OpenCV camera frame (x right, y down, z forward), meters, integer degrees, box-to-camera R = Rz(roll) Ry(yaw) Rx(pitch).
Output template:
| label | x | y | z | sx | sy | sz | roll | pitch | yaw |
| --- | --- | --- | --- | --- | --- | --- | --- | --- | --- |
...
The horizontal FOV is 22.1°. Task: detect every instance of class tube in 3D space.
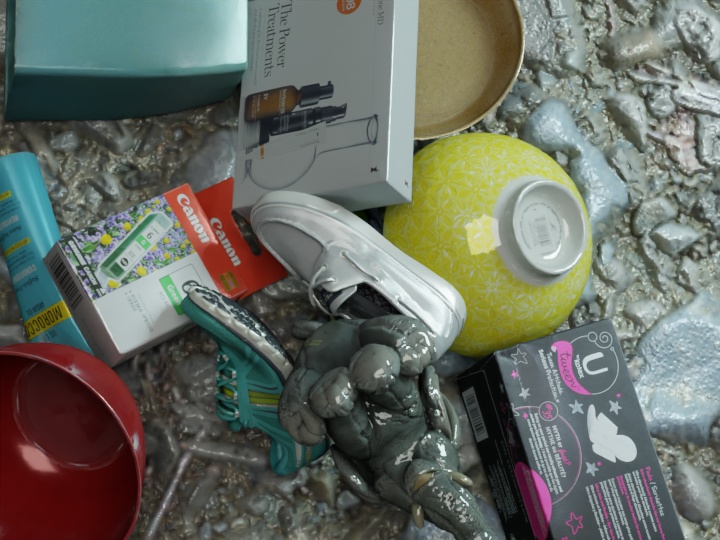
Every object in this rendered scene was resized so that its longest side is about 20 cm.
| label | x | y | z | sx | sy | sz | roll | pitch | yaw |
| --- | --- | --- | --- | --- | --- | --- | --- | --- | --- |
| tube | -0.271 | 0.001 | 1.559 | 0.050 | 0.077 | 0.201 | -9 | 75 | -43 |

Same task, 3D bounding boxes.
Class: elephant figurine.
| label | x | y | z | sx | sy | sz | roll | pitch | yaw |
| --- | --- | --- | --- | --- | --- | --- | --- | --- | --- |
| elephant figurine | 0.029 | 0.140 | 1.463 | 0.200 | 0.141 | 0.156 | 54 | 37 | -24 |

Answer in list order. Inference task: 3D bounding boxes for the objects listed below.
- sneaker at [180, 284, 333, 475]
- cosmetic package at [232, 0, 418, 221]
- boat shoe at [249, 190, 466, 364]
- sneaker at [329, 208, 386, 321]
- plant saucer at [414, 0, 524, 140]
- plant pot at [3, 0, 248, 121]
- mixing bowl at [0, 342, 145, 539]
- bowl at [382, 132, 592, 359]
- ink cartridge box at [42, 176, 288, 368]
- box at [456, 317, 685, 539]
| label | x | y | z | sx | sy | sz | roll | pitch | yaw |
| --- | --- | --- | --- | --- | --- | --- | --- | --- | --- |
| sneaker | -0.089 | 0.094 | 1.525 | 0.080 | 0.078 | 0.200 | -38 | 120 | -4 |
| cosmetic package | -0.029 | -0.146 | 1.564 | 0.150 | 0.052 | 0.201 | -8 | 66 | 25 |
| boat shoe | -0.010 | 0.010 | 1.508 | 0.199 | 0.072 | 0.069 | 36 | 44 | -3 |
| sneaker | 0.000 | 0.000 | 1.587 | 0.073 | 0.081 | 0.201 | -23 | 82 | -12 |
| plant saucer | 0.047 | -0.203 | 1.650 | 0.199 | 0.035 | 0.202 | 0 | 70 | -1 |
| plant pot | -0.200 | -0.210 | 1.578 | 0.198 | 0.141 | 0.142 | 2 | 78 | -14 |
| mixing bowl | -0.251 | 0.136 | 1.485 | 0.199 | 0.108 | 0.202 | 6 | 112 | 14 |
| bowl | 0.130 | -0.028 | 1.565 | 0.199 | 0.107 | 0.202 | 5 | 80 | -31 |
| ink cartridge box | -0.154 | -0.008 | 1.553 | 0.199 | 0.050 | 0.109 | -27 | 83 | -32 |
| box | 0.175 | 0.159 | 1.554 | 0.114 | 0.132 | 0.201 | -14 | 81 | -15 |
